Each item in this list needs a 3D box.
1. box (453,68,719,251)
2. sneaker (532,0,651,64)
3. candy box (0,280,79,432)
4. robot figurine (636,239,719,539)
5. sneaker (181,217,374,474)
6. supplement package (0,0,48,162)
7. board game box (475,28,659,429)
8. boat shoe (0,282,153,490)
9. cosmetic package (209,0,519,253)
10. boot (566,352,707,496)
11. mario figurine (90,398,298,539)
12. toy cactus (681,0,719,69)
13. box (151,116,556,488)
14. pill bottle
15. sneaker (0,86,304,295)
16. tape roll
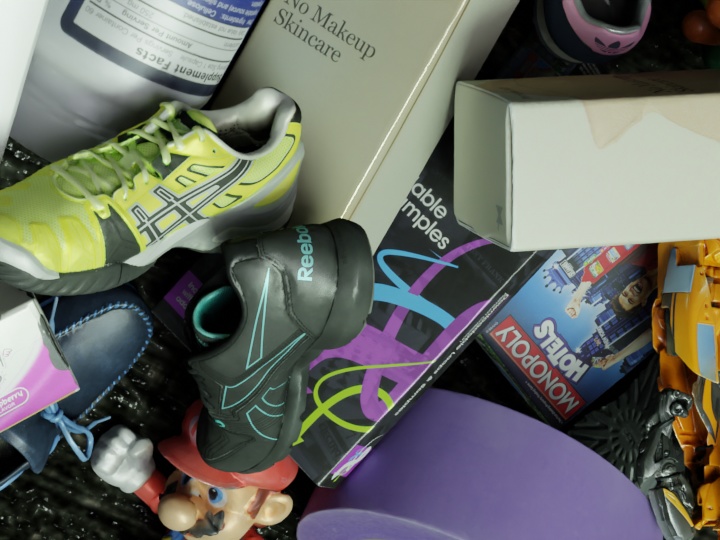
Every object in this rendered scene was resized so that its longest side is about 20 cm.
[{"bbox_3d":[0.155,-0.060,1.250,0.199,0.095,0.078,-4,103,-17],"label":"box"},{"bbox_3d":[0.137,-0.211,1.278,0.070,0.082,0.201,-1,95,-15],"label":"sneaker"},{"bbox_3d":[-0.234,0.024,1.200,0.136,0.200,0.061,-28,123,-6],"label":"candy box"},{"bbox_3d":[0.217,0.067,1.372,0.144,0.058,0.201,6,79,-42],"label":"robot figurine"},{"bbox_3d":[-0.060,0.038,1.238,0.079,0.076,0.200,1,143,-23],"label":"sneaker"},{"bbox_3d":[-0.216,-0.168,1.156,0.119,0.121,0.201,10,111,-26],"label":"supplement package"},{"bbox_3d":[0.093,-0.010,1.400,0.200,0.062,0.200,-38,123,0],"label":"board game box"},{"bbox_3d":[-0.190,0.090,1.330,0.200,0.069,0.084,-44,123,3],"label":"boat shoe"},{"bbox_3d":[0.000,-0.111,1.272,0.201,0.103,0.073,-61,159,12],"label":"cosmetic package"},{"bbox_3d":[0.239,0.104,1.519,0.199,0.066,0.165,1,145,-40],"label":"boot"},{"bbox_3d":[-0.101,0.163,1.377,0.123,0.106,0.201,9,120,-7],"label":"mario figurine"},{"bbox_3d":[0.245,-0.096,1.385,0.102,0.200,0.165,-41,172,-28],"label":"toy cactus"},{"bbox_3d":[0.000,0.000,1.329,0.200,0.143,0.036,-47,164,4],"label":"box"},{"bbox_3d":[-0.107,-0.150,1.214,0.115,0.116,0.201,23,106,-30],"label":"pill bottle"},{"bbox_3d":[-0.110,-0.045,1.167,0.199,0.075,0.077,-20,138,-43],"label":"sneaker"},{"bbox_3d":[0.069,0.155,1.385,0.200,0.199,0.085,44,59,-33],"label":"tape roll"}]
